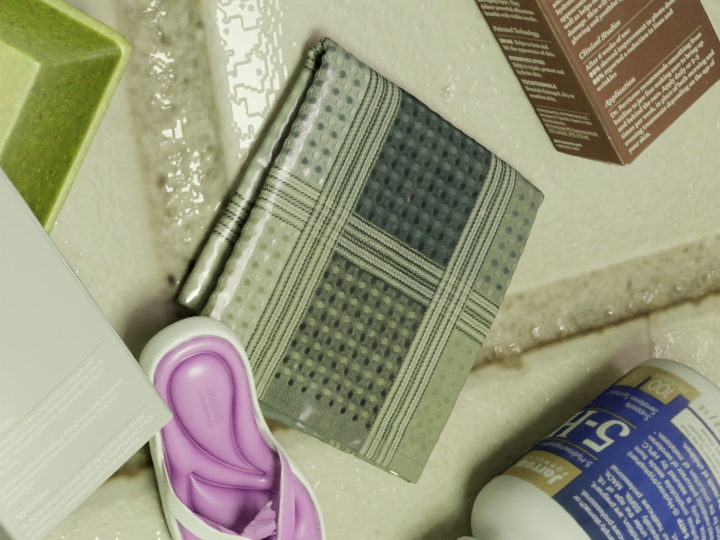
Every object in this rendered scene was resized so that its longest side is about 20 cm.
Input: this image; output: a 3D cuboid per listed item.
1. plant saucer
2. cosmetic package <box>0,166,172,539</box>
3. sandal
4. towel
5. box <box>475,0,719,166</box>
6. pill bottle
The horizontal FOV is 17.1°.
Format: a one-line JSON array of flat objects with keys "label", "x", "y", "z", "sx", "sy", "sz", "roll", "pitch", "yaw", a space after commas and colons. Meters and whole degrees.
[{"label": "plant saucer", "x": -0.238, "y": -0.066, "z": 1.165, "sx": 0.199, "sy": 0.048, "sz": 0.201, "roll": 28, "pitch": 82, "yaw": -34}, {"label": "cosmetic package", "x": -0.190, "y": 0.024, "z": 1.134, "sx": 0.107, "sy": 0.090, "sz": 0.200, "roll": -41, "pitch": 116, "yaw": -21}, {"label": "sandal", "x": -0.070, "y": 0.116, "z": 1.291, "sx": 0.082, "sy": 0.050, "sz": 0.203, "roll": -28, "pitch": 125, "yaw": -7}, {"label": "towel", "x": 0.000, "y": 0.000, "z": 1.351, "sx": 0.192, "sy": 0.034, "sz": 0.201, "roll": 32, "pitch": 79, "yaw": -37}, {"label": "box", "x": 0.122, "y": -0.169, "z": 1.372, "sx": 0.100, "sy": 0.075, "sz": 0.200, "roll": -41, "pitch": 120, "yaw": -20}, {"label": "pill bottle", "x": 0.136, "y": 0.153, "z": 1.411, "sx": 0.200, "sy": 0.120, "sz": 0.120, "roll": -36, "pitch": 116, "yaw": -23}]
